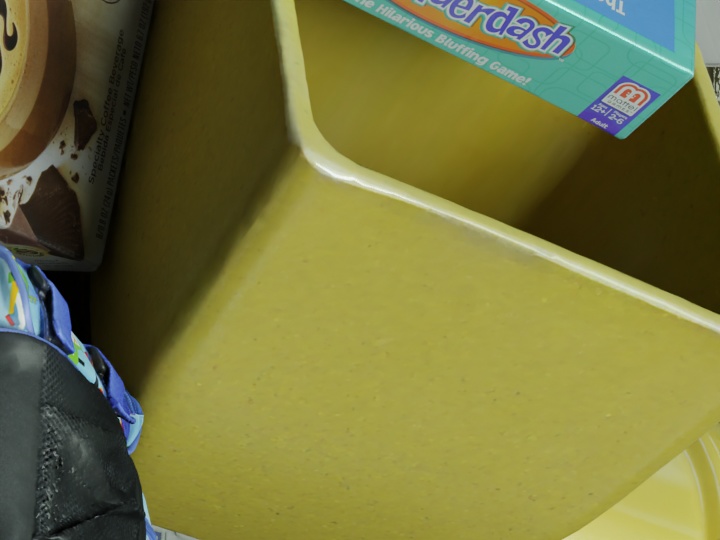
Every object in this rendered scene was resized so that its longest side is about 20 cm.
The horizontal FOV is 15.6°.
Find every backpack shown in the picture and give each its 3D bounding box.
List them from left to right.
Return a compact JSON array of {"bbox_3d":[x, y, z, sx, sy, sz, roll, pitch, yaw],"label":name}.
[{"bbox_3d":[-0.142,0.095,0.822,0.200,0.182,0.135,58,27,-60],"label":"backpack"}]

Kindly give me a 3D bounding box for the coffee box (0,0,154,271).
[{"bbox_3d":[-0.163,-0.080,0.861,0.200,0.080,0.113,26,71,-55],"label":"coffee box"}]

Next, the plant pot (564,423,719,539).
[{"bbox_3d":[0.060,0.127,1.131,0.189,0.201,0.201,29,66,-36],"label":"plant pot"}]

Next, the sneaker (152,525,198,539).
[{"bbox_3d":[-0.073,0.074,1.000,0.200,0.088,0.075,21,76,-54],"label":"sneaker"}]

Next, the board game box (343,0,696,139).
[{"bbox_3d":[0.044,-0.160,0.897,0.152,0.045,0.200,24,50,-22],"label":"board game box"}]

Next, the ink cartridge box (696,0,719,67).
[{"bbox_3d":[0.199,-0.221,1.349,0.200,0.145,0.147,-60,139,-34],"label":"ink cartridge box"}]

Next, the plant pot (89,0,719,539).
[{"bbox_3d":[0.000,0.000,0.926,0.195,0.200,0.194,22,35,-25],"label":"plant pot"}]
